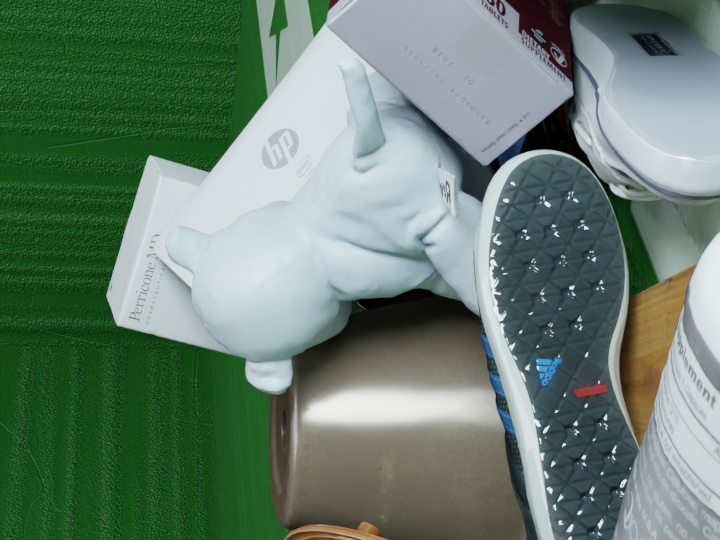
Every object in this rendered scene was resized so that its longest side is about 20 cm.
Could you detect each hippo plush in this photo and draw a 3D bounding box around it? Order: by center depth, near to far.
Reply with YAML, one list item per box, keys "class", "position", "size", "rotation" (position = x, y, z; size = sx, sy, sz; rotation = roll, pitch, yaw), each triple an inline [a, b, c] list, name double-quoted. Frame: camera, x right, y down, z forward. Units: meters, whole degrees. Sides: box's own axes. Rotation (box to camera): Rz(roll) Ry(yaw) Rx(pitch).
- class: "hippo plush"
  position: [0.000, 0.000, 0.784]
  size: [0.160, 0.160, 0.200]
  rotation: [50, -169, -1]

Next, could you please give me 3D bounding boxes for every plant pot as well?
- class: "plant pot"
  position: [0.037, 0.096, 0.879]
  size: [0.200, 0.173, 0.203]
  rotation: [-179, 90, -79]

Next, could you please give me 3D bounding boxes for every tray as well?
- class: "tray"
  position: [0.147, 0.053, 0.657]
  size: [0.200, 0.037, 0.100]
  rotation: [134, 137, -74]

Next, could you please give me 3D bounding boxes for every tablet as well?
- class: "tablet"
  position: [-0.034, -0.062, 0.910]
  size: [0.201, 0.014, 0.130]
  rotation: [-51, 50, -1]

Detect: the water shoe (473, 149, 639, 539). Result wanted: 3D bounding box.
- class: "water shoe"
  position: [0.083, 0.047, 0.691]
  size: [0.079, 0.071, 0.202]
  rotation: [127, 140, -70]

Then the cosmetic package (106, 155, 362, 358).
- class: "cosmetic package"
  position: [-0.061, 0.003, 1.020]
  size: [0.085, 0.198, 0.109]
  rotation: [-137, 63, -70]

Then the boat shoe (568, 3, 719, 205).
- class: "boat shoe"
  position: [0.135, -0.064, 0.680]
  size: [0.200, 0.073, 0.066]
  rotation: [-86, -2, -64]

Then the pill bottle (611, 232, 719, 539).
- class: "pill bottle"
  position: [0.144, 0.050, 0.452]
  size: [0.114, 0.112, 0.202]
  rotation: [-102, 18, -54]

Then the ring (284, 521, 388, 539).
- class: "ring"
  position: [0.045, 0.197, 0.833]
  size: [0.019, 0.199, 0.201]
  rotation: [-56, -6, -28]

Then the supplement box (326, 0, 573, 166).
- class: "supplement box"
  position: [0.048, -0.154, 0.754]
  size: [0.061, 0.109, 0.201]
  rotation: [-39, 25, 28]

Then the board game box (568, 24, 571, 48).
- class: "board game box"
  position: [0.119, -0.250, 0.892]
  size: [0.201, 0.026, 0.201]
  rotation: [104, 164, -48]

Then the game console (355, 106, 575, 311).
- class: "game console"
  position: [0.041, -0.100, 0.922]
  size: [0.173, 0.117, 0.202]
  rotation: [101, 157, -68]
